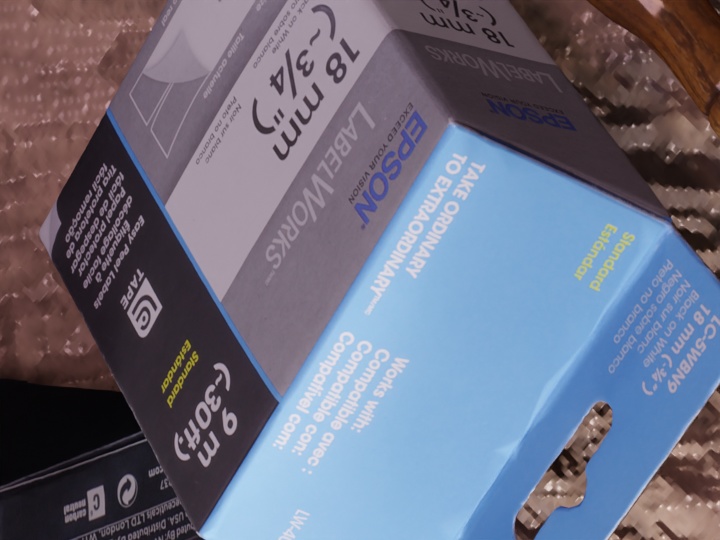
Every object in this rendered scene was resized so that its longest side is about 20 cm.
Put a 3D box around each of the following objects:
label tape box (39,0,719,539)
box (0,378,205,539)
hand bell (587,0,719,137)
[{"bbox_3d":[0.000,0.000,0.760,0.144,0.063,0.200,-58,42,25],"label":"label tape box"},{"bbox_3d":[-0.147,0.139,0.861,0.200,0.124,0.197,3,102,31],"label":"box"},{"bbox_3d":[0.097,-0.048,0.743,0.104,0.104,0.200,-51,60,27],"label":"hand bell"}]
